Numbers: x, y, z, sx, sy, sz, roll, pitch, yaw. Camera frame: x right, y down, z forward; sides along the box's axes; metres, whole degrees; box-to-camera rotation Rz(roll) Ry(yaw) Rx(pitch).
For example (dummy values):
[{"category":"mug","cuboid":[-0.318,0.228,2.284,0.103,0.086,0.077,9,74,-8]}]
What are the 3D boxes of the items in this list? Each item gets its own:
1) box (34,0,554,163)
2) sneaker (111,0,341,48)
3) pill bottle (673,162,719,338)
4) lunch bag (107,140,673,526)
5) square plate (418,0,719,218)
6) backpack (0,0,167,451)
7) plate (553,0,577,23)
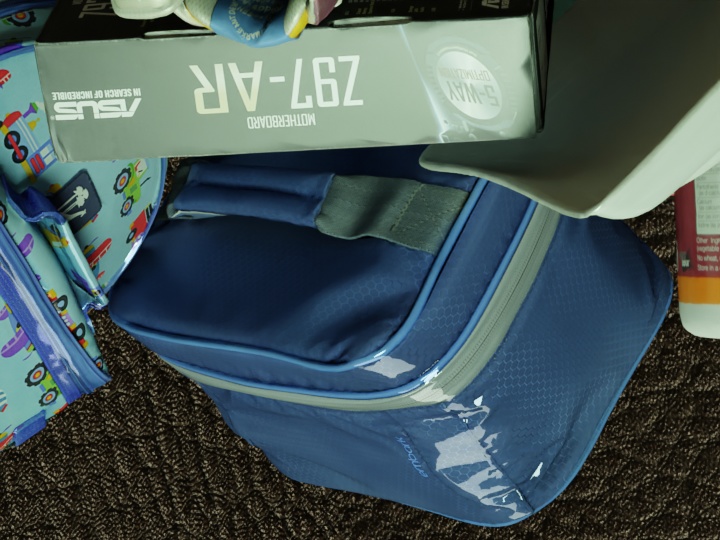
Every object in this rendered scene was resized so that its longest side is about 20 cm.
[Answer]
[{"category":"box","cuboid":[-0.013,-0.102,0.868,0.160,0.044,0.200,-3,-153,7]},{"category":"sneaker","cuboid":[-0.025,-0.113,0.777,0.075,0.090,0.200,-2,-178,31]},{"category":"pill bottle","cuboid":[0.177,-0.076,0.998,0.109,0.201,0.110,-3,-178,0]},{"category":"lunch bag","cuboid":[0.000,0.000,0.971,0.200,0.136,0.132,7,149,47]},{"category":"square plate","cuboid":[0.120,-0.087,0.805,0.200,0.028,0.198,-43,-166,-5]},{"category":"backpack","cuboid":[-0.153,-0.025,0.922,0.200,0.183,0.135,-34,-128,-15]},{"category":"plate","cuboid":[0.024,-0.122,0.972,0.199,0.026,0.200,-5,-147,3]}]
